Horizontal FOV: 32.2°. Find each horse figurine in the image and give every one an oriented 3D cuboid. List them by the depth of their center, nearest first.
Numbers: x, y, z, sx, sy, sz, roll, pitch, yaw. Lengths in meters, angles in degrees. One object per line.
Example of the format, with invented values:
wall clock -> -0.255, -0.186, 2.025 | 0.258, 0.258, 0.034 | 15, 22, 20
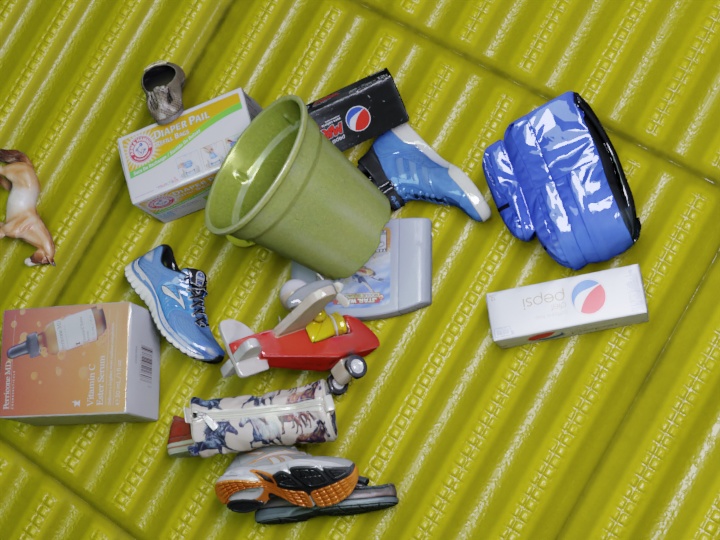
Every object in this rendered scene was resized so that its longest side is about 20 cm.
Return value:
horse figurine -> -0.519, -0.101, 1.853 | 0.130, 0.050, 0.203 | -5, 70, 2

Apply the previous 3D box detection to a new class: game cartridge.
game cartridge -> 0.000, 0.000, 1.693 | 0.197, 0.042, 0.136 | -3, 73, 15

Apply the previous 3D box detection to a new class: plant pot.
plant pot -> -0.068, -0.087, 1.590 | 0.200, 0.183, 0.202 | -39, 32, 30

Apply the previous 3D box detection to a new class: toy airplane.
toy airplane -> -0.093, 0.078, 1.617 | 0.197, 0.199, 0.143 | -14, 64, 16

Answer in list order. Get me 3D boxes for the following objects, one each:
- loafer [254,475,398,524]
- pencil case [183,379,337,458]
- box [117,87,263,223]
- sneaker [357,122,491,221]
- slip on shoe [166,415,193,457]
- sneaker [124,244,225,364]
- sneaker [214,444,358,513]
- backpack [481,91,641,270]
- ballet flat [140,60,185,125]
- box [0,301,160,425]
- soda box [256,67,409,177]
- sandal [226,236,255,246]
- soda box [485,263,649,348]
loafer -> -0.048, 0.288, 1.627 | 0.197, 0.072, 0.064 | -11, 69, 16
pencil case -> -0.123, 0.188, 1.584 | 0.196, 0.089, 0.079 | -8, 78, 7
box -> -0.224, -0.158, 1.751 | 0.197, 0.112, 0.103 | -20, 73, 12
sneaker -> 0.077, -0.105, 1.669 | 0.111, 0.077, 0.200 | -44, 66, -3
slip on shoe -> -0.172, 0.205, 1.681 | 0.197, 0.074, 0.062 | -14, 71, 18
sneaker -> -0.245, 0.044, 1.731 | 0.089, 0.078, 0.201 | -40, 70, 7
sneaker -> -0.091, 0.249, 1.602 | 0.197, 0.076, 0.093 | -8, 36, 23
backpack -> 0.257, -0.098, 1.579 | 0.166, 0.162, 0.202 | -28, 84, 18
ballet flat -> -0.284, -0.263, 1.768 | 0.067, 0.047, 0.201 | -26, 30, 4
box -> -0.389, 0.132, 1.738 | 0.197, 0.106, 0.155 | -4, 77, 15
soda box -> -0.038, -0.196, 1.674 | 0.197, 0.063, 0.072 | -24, 110, 4
sandal -> -0.109, -0.100, 1.720 | 0.198, 0.087, 0.080 | -30, 70, 6
soda box -> 0.263, 0.048, 1.588 | 0.197, 0.068, 0.065 | -11, 75, 13
